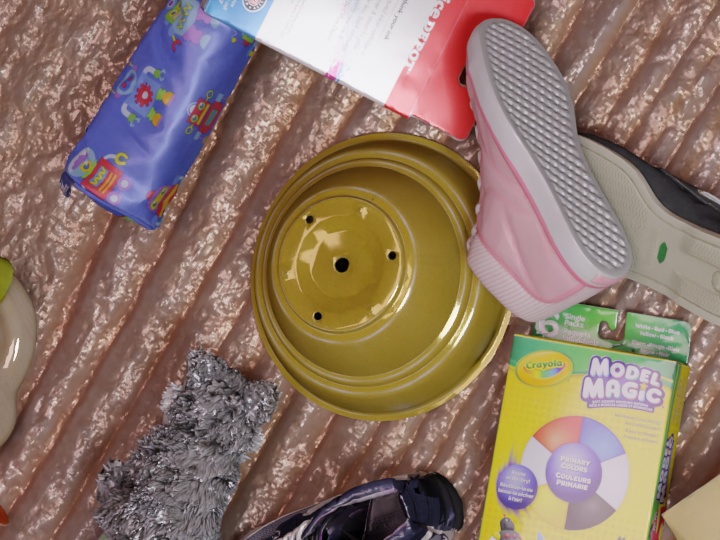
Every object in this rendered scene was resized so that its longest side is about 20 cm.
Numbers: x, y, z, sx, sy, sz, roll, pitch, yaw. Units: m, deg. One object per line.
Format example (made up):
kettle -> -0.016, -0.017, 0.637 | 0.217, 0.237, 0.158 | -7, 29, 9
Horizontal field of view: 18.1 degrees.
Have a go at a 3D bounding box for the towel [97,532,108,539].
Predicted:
towel -> -0.151, 0.303, 1.599 | 0.200, 0.023, 0.153 | 39, 98, 22

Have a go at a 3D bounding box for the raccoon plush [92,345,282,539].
raccoon plush -> -0.105, 0.147, 1.525 | 0.134, 0.096, 0.200 | -57, 26, 19

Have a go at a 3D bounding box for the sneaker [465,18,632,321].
sneaker -> 0.098, -0.060, 1.492 | 0.105, 0.075, 0.201 | -40, 64, 44

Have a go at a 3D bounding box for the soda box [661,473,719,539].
soda box -> 0.292, 0.125, 1.419 | 0.200, 0.068, 0.064 | -37, 72, 14

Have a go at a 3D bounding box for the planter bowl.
planter bowl -> 0.000, 0.000, 1.540 | 0.199, 0.083, 0.202 | -2, 83, 22

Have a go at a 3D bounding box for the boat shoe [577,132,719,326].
boat shoe -> 0.201, -0.027, 1.480 | 0.200, 0.067, 0.072 | 37, 123, 34

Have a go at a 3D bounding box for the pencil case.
pencil case -> -0.137, -0.129, 1.611 | 0.087, 0.078, 0.201 | 33, 96, 29

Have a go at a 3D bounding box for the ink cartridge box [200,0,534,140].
ink cartridge box -> 0.004, -0.183, 1.541 | 0.199, 0.067, 0.117 | 27, 95, -10

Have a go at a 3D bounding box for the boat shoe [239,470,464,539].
boat shoe -> -0.034, 0.188, 1.526 | 0.199, 0.093, 0.075 | -29, 74, 16

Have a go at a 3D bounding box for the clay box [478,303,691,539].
clay box -> 0.146, 0.123, 1.488 | 0.114, 0.048, 0.201 | 8, 88, 21

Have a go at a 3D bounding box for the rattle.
rattle -> -0.316, 0.079, 1.665 | 0.142, 0.130, 0.201 | 7, 113, 32
